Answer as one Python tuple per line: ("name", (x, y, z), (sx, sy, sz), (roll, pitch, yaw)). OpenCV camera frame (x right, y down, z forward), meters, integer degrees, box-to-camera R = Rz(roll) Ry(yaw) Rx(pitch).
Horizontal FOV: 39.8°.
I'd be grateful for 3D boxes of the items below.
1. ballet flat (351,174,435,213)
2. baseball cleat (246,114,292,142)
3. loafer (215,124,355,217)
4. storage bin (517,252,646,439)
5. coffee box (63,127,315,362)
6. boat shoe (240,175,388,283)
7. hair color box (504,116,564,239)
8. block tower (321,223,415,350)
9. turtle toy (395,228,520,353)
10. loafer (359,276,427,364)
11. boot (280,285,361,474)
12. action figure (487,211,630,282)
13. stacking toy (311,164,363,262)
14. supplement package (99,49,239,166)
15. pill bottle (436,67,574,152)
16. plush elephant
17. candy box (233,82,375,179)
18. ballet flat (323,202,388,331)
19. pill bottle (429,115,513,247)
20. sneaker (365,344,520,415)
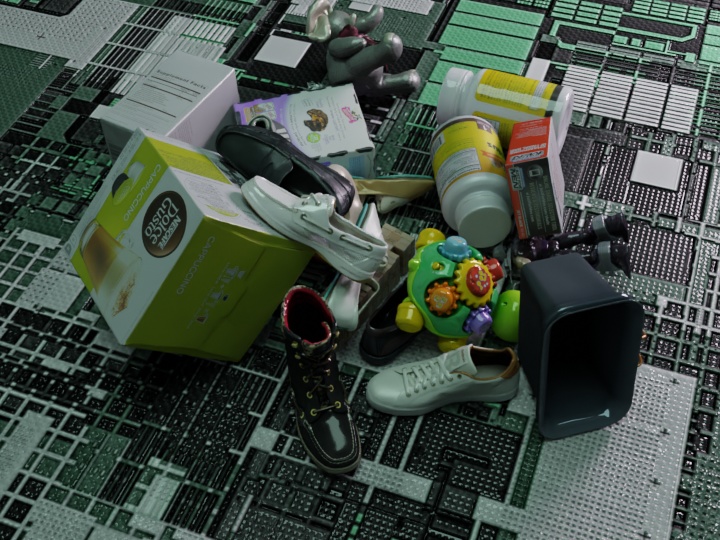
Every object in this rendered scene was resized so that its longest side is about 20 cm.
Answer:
("ballet flat", (0.013, -0.113, 1.493), (0.197, 0.069, 0.064), (2, 87, 2))
("baseball cleat", (-0.133, -0.191, 1.418), (0.069, 0.107, 0.201), (-22, 39, -5))
("loafer", (-0.101, -0.129, 1.291), (0.199, 0.069, 0.071), (28, 26, 1))
("storage bin", (0.264, 0.080, 1.222), (0.144, 0.202, 0.135), (-12, 39, -9))
("coffee box", (-0.218, -0.027, 1.272), (0.199, 0.201, 0.198), (15, 27, -49))
("boat shoe", (-0.053, -0.067, 1.237), (0.199, 0.070, 0.071), (33, 23, -10))
("hair color box", (0.250, -0.135, 1.412), (0.063, 0.112, 0.200), (-9, 21, 15))
("block tower", (0.001, 0.023, 1.367), (0.057, 0.054, 0.200), (27, 55, 25))
("turtle toy", (0.142, 0.032, 1.298), (0.199, 0.101, 0.147), (29, 64, -26))
("loafer", (0.073, 0.044, 1.339), (0.071, 0.063, 0.200), (30, 55, 26))
("boot", (-0.050, 0.130, 1.206), (0.072, 0.152, 0.201), (-11, 48, -8))
("action figure", (0.275, -0.025, 1.394), (0.198, 0.070, 0.131), (-4, 53, 18))
("stacking toy", (-0.104, -0.068, 1.422), (0.198, 0.147, 0.147), (-6, 46, 17))
("supplement package", (-0.292, -0.233, 1.564), (0.119, 0.122, 0.200), (21, 51, 21))
("pill bottle", (0.227, -0.253, 1.569), (0.198, 0.115, 0.115), (17, 50, 16))
("plush elephant", (-0.009, -0.373, 1.654), (0.198, 0.164, 0.157), (-14, 71, 21))
("candy box", (-0.089, -0.204, 1.564), (0.197, 0.072, 0.169), (-11, 48, -7))
("ballet flat", (0.000, 0.000, 1.318), (0.069, 0.070, 0.201), (13, 54, 14))
("pill bottle", (0.165, -0.129, 1.454), (0.108, 0.110, 0.201), (-5, 44, -2))
("sneaker", (0.103, 0.126, 1.251), (0.197, 0.085, 0.073), (-8, 49, -3))
